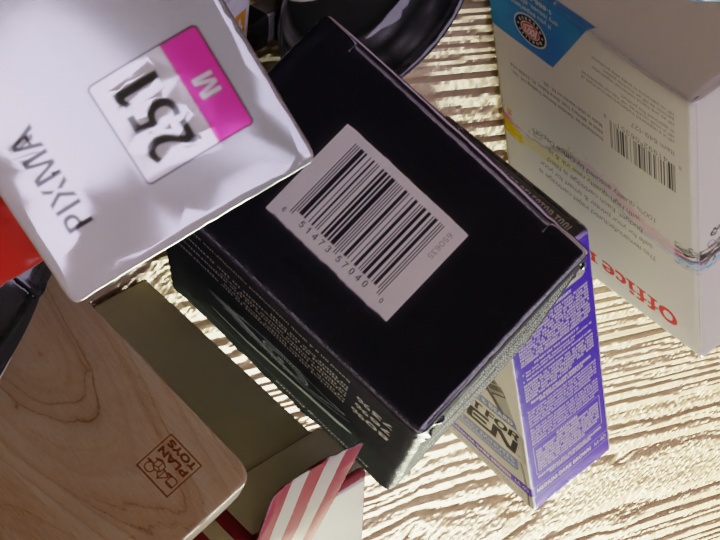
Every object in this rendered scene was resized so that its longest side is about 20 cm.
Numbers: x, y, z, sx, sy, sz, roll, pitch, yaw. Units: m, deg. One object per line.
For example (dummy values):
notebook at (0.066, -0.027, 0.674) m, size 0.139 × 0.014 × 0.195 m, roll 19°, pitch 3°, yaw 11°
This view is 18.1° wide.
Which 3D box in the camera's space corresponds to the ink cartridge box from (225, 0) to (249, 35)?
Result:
ink cartridge box at (-0.080, -0.130, 0.804) m, size 0.196 × 0.043 × 0.201 m, roll -52°, pitch 154°, yaw -63°

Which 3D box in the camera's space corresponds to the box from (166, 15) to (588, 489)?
box at (0.000, 0.000, 0.979) m, size 0.104 × 0.148 × 0.200 m, roll -46°, pitch 175°, yaw -10°

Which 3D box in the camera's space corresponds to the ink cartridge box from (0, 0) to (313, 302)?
ink cartridge box at (-0.136, -0.072, 0.687) m, size 0.173 × 0.044 × 0.200 m, roll -32°, pitch 119°, yaw -1°

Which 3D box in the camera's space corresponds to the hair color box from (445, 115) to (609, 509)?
hair color box at (0.069, 0.026, 1.187) m, size 0.065 × 0.109 × 0.200 m, roll -36°, pitch 145°, yaw -19°

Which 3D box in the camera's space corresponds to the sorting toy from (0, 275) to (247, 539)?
sorting toy at (-0.184, 0.081, 0.870) m, size 0.199 × 0.200 × 0.070 m, roll -42°, pitch 172°, yaw -19°

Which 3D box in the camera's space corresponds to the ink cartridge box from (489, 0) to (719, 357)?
ink cartridge box at (0.169, -0.092, 1.153) m, size 0.145 × 0.147 × 0.200 m, roll -37°, pitch 146°, yaw -20°

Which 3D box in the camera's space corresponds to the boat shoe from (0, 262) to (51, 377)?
boat shoe at (-0.141, -0.026, 0.841) m, size 0.063 × 0.074 × 0.202 m, roll -37°, pitch -151°, yaw 59°

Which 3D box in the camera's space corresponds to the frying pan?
frying pan at (-0.023, -0.106, 1.012) m, size 0.190 × 0.031 × 0.115 m, roll -39°, pitch 144°, yaw -13°

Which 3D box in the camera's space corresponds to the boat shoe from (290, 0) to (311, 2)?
boat shoe at (-0.008, -0.195, 0.899) m, size 0.074 × 0.062 × 0.201 m, roll -19°, pitch 131°, yaw -40°

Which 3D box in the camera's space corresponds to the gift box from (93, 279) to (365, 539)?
gift box at (-0.092, 0.130, 1.026) m, size 0.200 × 0.187 × 0.185 m, roll -32°, pitch 144°, yaw -24°
